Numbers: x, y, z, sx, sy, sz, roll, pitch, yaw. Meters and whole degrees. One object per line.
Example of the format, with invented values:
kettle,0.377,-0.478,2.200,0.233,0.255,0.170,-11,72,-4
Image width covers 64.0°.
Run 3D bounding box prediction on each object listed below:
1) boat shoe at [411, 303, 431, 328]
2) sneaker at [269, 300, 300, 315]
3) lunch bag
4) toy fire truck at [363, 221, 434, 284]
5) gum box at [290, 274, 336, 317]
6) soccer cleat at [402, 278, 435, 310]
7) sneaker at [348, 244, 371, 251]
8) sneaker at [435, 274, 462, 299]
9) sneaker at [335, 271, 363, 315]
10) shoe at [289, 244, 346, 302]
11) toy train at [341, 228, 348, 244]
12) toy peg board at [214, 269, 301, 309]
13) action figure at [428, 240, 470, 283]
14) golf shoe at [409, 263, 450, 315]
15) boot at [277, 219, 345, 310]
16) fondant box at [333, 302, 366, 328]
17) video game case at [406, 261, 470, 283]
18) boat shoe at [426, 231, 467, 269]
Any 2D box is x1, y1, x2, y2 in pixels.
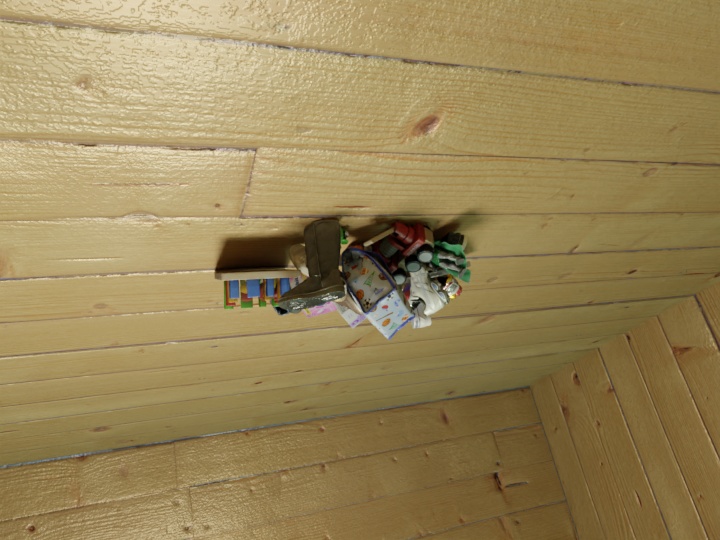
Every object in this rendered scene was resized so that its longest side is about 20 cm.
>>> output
boat shoe,0.184,0.099,1.802,0.068,0.202,0.072,-2,127,-4
sneaker,-0.229,0.101,1.727,0.072,0.083,0.200,-18,155,13
lunch bag,0.036,0.045,1.484,0.123,0.201,0.171,-38,141,-1
toy fire truck,0.078,-0.059,1.532,0.197,0.131,0.176,27,133,-27
gum box,-0.131,0.072,1.733,0.111,0.068,0.201,-16,156,3
soccer cleat,0.167,0.057,1.732,0.199,0.072,0.070,-34,143,-55
sneaker,0.000,0.000,1.619,0.074,0.094,0.201,-10,155,-8
sneaker,0.233,0.057,1.905,0.196,0.079,0.083,-17,123,26
sneaker,-0.061,0.057,1.600,0.076,0.201,0.070,-46,172,29
shoe,-0.104,-0.006,1.451,0.070,0.199,0.054,-37,158,-28
toy train,-0.103,-0.053,1.520,0.056,0.043,0.199,19,141,-34
toy peg board,-0.266,0.050,1.479,0.195,0.101,0.199,-3,-178,-20
action figure,0.210,-0.038,1.581,0.054,0.199,0.120,-29,121,-25
golf shoe,0.162,0.036,1.623,0.097,0.201,0.078,-39,148,4
boot,-0.121,-0.016,1.389,0.177,0.204,0.073,-12,157,1
fondant box,0.024,0.079,1.764,0.198,0.059,0.145,-36,155,-1
video game case,0.222,0.008,1.739,0.196,0.018,0.143,-13,-179,26
boat shoe,0.228,-0.060,1.645,0.065,0.076,0.199,22,160,-15
